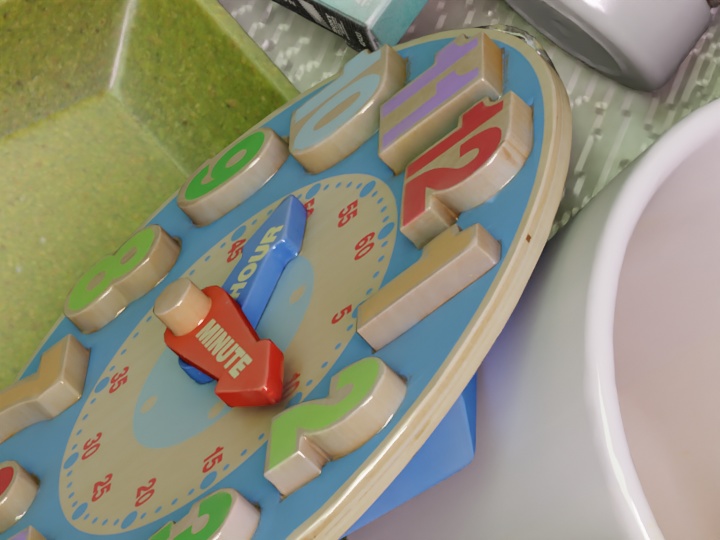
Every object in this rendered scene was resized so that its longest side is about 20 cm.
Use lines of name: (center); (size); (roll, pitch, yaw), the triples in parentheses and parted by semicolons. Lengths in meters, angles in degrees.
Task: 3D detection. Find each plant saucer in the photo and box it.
plant saucer: (-0.079, 0.020, 0.823); (0.199, 0.048, 0.200); (-28, 66, -33)

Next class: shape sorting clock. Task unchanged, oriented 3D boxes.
shape sorting clock: (-0.032, 0.018, 0.692); (0.200, 0.039, 0.200); (-33, 26, 18)

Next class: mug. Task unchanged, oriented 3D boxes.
mug: (0.074, 0.071, 0.687); (0.153, 0.149, 0.187); (-32, 56, 53)

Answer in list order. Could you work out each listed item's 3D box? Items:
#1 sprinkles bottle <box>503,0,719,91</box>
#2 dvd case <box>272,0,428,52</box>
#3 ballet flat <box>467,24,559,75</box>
sprinkles bottle: (0.114, -0.148, 0.849); (0.068, 0.068, 0.200); (35, 85, 21)
dvd case: (-0.029, -0.162, 0.895); (0.200, 0.022, 0.146); (30, 79, 31)
ballet flat: (0.000, 0.000, 0.789); (0.072, 0.072, 0.200); (18, 48, 19)
